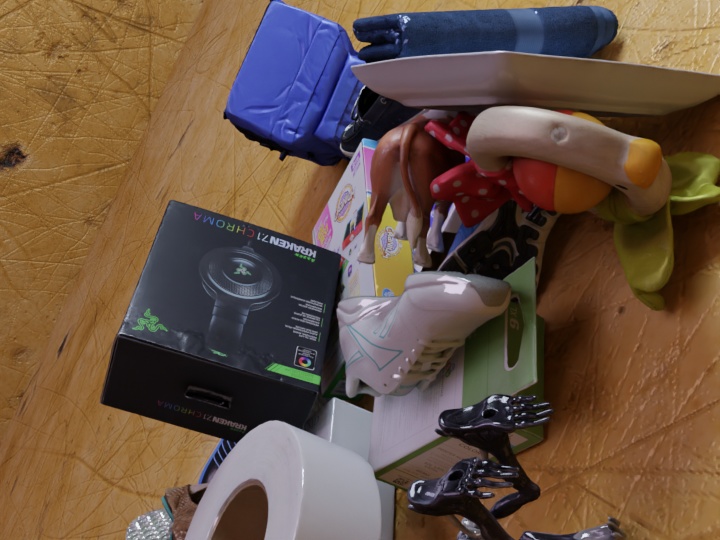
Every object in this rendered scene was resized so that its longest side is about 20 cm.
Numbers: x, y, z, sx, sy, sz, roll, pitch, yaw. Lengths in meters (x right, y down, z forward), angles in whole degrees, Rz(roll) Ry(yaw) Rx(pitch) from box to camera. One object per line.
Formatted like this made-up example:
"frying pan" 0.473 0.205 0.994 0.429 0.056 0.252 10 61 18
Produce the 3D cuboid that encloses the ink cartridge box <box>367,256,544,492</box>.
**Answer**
"ink cartridge box" 0.086 0.086 0.780 0.200 0.059 0.104 -40 33 45

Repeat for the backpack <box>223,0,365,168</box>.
"backpack" -0.053 -0.199 1.247 0.163 0.167 0.200 -60 -10 1

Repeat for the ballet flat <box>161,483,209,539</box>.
"ballet flat" -0.149 0.240 1.007 0.065 0.071 0.200 -34 12 -11

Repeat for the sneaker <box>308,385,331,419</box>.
"sneaker" -0.073 0.181 1.008 0.079 0.078 0.201 -22 49 51

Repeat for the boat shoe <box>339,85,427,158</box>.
"boat shoe" 0.026 -0.160 1.019 0.075 0.062 0.200 -50 12 -22

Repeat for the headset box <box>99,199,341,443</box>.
"headset box" -0.120 0.053 0.933 0.200 0.173 0.093 -81 12 -50

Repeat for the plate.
"plate" 0.122 -0.128 0.743 0.200 0.199 0.032 14 103 61

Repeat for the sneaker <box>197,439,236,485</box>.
"sneaker" -0.117 0.197 1.100 0.078 0.070 0.201 -25 45 64

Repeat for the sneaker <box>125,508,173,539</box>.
"sneaker" -0.187 0.334 1.077 0.200 0.069 0.100 -134 33 -51

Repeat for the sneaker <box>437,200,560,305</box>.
"sneaker" 0.116 -0.031 0.835 0.201 0.078 0.089 -61 3 17

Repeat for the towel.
"towel" 0.102 -0.188 0.860 0.112 0.199 0.049 -159 63 -66

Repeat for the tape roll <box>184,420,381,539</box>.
"tape roll" -0.068 0.219 0.784 0.202 0.071 0.203 -45 30 35

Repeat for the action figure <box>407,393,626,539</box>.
"action figure" 0.092 0.176 0.601 0.102 0.201 0.119 3 35 28

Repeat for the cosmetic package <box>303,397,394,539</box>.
"cosmetic package" -0.026 0.221 0.875 0.101 0.071 0.201 -45 29 41

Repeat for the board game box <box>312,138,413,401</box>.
"board game box" 0.000 0.000 1.001 0.153 0.040 0.201 123 150 -50

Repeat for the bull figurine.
"bull figurine" 0.051 -0.073 0.821 0.200 0.065 0.122 -26 -53 -68

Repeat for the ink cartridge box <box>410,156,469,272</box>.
"ink cartridge box" 0.080 -0.104 1.003 0.201 0.043 0.198 -64 22 8

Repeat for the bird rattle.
"bird rattle" 0.130 -0.070 0.672 0.113 0.199 0.163 -61 -19 -5

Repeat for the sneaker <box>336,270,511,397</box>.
"sneaker" 0.045 0.049 0.758 0.200 0.070 0.081 -27 58 60
